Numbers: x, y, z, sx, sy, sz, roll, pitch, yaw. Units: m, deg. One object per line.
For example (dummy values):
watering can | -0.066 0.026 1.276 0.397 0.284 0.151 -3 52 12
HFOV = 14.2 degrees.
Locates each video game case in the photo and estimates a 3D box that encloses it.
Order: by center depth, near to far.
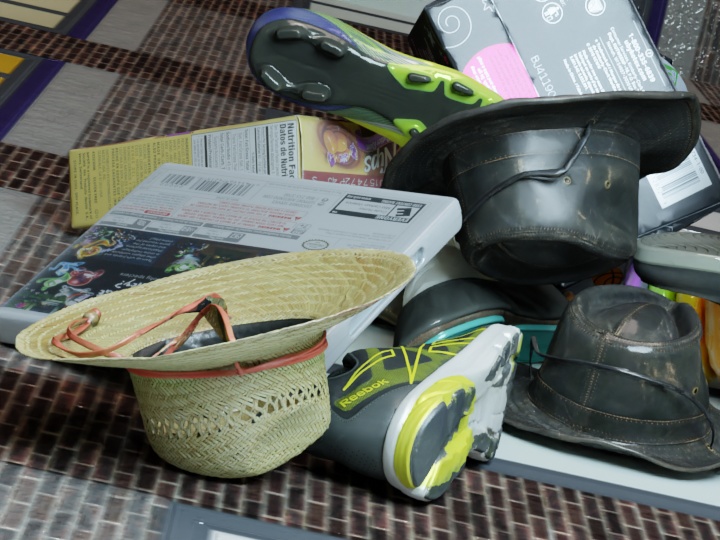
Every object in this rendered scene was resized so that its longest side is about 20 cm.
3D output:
video game case | -0.071 0.000 1.581 0.199 0.023 0.182 8 33 29

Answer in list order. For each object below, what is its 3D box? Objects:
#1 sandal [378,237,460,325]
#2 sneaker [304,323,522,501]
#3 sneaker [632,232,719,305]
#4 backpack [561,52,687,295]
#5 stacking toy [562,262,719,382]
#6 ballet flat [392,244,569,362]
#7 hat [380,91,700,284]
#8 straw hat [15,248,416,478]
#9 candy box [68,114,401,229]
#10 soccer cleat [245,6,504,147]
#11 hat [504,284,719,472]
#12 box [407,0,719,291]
sandal | 0.000 0.000 1.833 0.199 0.081 0.054 6 -9 -13
sneaker | 0.028 0.062 1.510 0.084 0.075 0.200 15 11 15
sneaker | 0.250 0.046 1.750 0.199 0.107 0.075 14 11 -11
backpack | 0.141 -0.072 2.018 0.199 0.192 0.154 13 27 4
stacking toy | 0.208 0.029 1.880 0.199 0.111 0.116 1 1 24
ballet flat | 0.064 0.023 1.757 0.200 0.068 0.069 4 54 -62
hat | 0.114 -0.038 1.684 0.199 0.081 0.201 -12 -19 -4
straw hat | -0.063 0.055 1.411 0.200 0.086 0.201 -10 11 2
candy box | -0.079 -0.060 1.869 0.199 0.057 0.116 -5 -5 37
soccer cleat | 0.023 -0.111 1.792 0.199 0.065 0.084 24 16 -8
hat | 0.157 0.053 1.685 0.199 0.081 0.201 12 10 -2
box | 0.133 -0.101 1.875 0.132 0.201 0.115 -26 -2 -8
